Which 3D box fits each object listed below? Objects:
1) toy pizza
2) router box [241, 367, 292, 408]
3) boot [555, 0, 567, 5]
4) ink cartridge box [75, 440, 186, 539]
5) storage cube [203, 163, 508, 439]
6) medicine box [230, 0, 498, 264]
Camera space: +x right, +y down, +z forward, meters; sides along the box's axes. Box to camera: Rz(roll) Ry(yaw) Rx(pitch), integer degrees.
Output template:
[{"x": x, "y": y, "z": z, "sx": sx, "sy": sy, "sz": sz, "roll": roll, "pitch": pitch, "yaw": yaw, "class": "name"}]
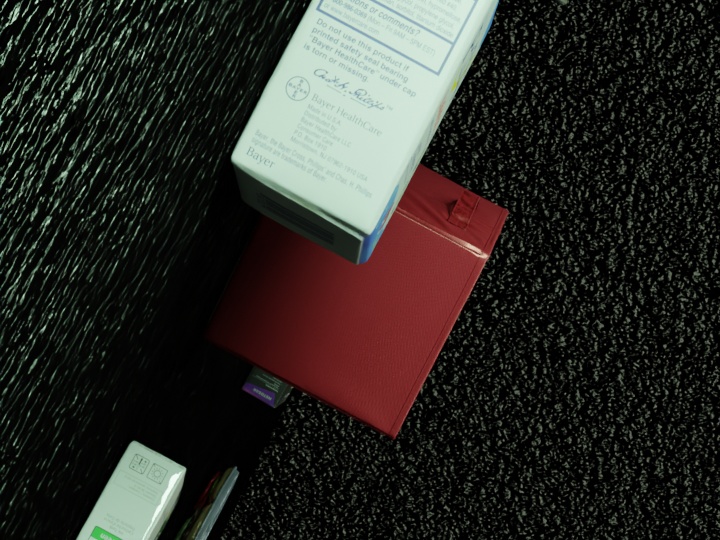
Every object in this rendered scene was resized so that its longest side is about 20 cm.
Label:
[{"x": -0.216, "y": 0.340, "z": 2.904, "sx": 0.201, "sy": 0.032, "sz": 0.200, "roll": -62, "pitch": 179, "yaw": -2, "class": "toy pizza"}, {"x": -0.082, "y": 0.088, "z": 2.710, "sx": 0.150, "sy": 0.051, "sz": 0.200, "roll": -61, "pitch": 178, "yaw": 0, "class": "router box"}, {"x": 0.142, "y": -0.299, "z": 1.570, "sx": 0.069, "sy": 0.174, "sz": 0.201, "roll": 24, "pitch": 96, "yaw": -51, "class": "boot"}, {"x": -0.198, "y": 0.234, "z": 1.656, "sx": 0.201, "sy": 0.050, "sz": 0.109, "roll": -63, "pitch": 178, "yaw": -20, "class": "ink cartridge box"}, {"x": 0.000, "y": 0.000, "z": 1.831, "sx": 0.201, "sy": 0.179, "sz": 0.171, "roll": -64, "pitch": 178, "yaw": 17, "class": "storage cube"}, {"x": 0.006, "y": -0.121, "z": 1.459, "sx": 0.201, "sy": 0.102, "sz": 0.182, "roll": -62, "pitch": 178, "yaw": -5, "class": "medicine box"}]
